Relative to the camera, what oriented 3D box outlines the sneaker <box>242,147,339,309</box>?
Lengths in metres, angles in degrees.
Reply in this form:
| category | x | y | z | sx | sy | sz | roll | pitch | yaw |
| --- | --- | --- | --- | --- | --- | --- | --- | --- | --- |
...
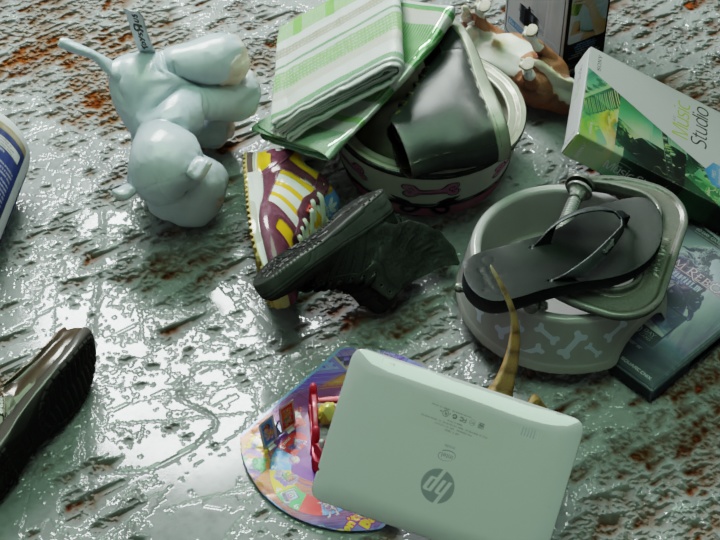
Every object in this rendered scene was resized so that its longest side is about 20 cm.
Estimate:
| category | x | y | z | sx | sy | sz | roll | pitch | yaw |
| --- | --- | --- | --- | --- | --- | --- | --- | --- | --- |
| sneaker | -0.061 | -0.049 | 1.525 | 0.089 | 0.075 | 0.201 | -9 | 47 | -2 |

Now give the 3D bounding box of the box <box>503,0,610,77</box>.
| category | x | y | z | sx | sy | sz | roll | pitch | yaw |
| --- | --- | --- | --- | --- | --- | --- | --- | --- | --- |
| box | 0.212 | -0.318 | 1.704 | 0.060 | 0.201 | 0.117 | -21 | 50 | -21 |

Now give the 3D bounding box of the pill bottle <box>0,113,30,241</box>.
| category | x | y | z | sx | sy | sz | roll | pitch | yaw |
| --- | --- | --- | --- | --- | --- | --- | --- | --- | --- |
| pill bottle | -0.387 | -0.054 | 1.501 | 0.110 | 0.112 | 0.201 | 5 | 45 | 4 |

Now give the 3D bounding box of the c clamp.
| category | x | y | z | sx | sy | sz | roll | pitch | yaw |
| --- | --- | --- | --- | --- | --- | --- | --- | --- | --- |
| c clamp | 0.201 | -0.026 | 1.432 | 0.169 | 0.027 | 0.201 | 20 | 49 | 18 |

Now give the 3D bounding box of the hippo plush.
| category | x | y | z | sx | sy | sz | roll | pitch | yaw |
| --- | --- | --- | --- | --- | --- | --- | --- | --- | --- |
| hippo plush | -0.168 | -0.137 | 1.544 | 0.158 | 0.200 | 0.162 | -22 | 54 | 8 |

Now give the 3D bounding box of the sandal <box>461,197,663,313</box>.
| category | x | y | z | sx | sy | sz | roll | pitch | yaw |
| --- | --- | --- | --- | --- | --- | --- | --- | --- | --- |
| sandal | 0.182 | -0.016 | 1.381 | 0.199 | 0.043 | 0.076 | -22 | 55 | -21 |

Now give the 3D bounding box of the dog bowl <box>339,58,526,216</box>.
| category | x | y | z | sx | sy | sz | roll | pitch | yaw |
| --- | --- | --- | --- | --- | --- | --- | --- | --- | --- |
| dog bowl | 0.066 | -0.136 | 1.614 | 0.198 | 0.074 | 0.201 | 1 | 45 | -1 |

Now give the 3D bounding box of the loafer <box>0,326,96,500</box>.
| category | x | y | z | sx | sy | sz | roll | pitch | yaw |
| --- | --- | --- | --- | --- | --- | --- | --- | --- | --- |
| loafer | -0.297 | 0.115 | 1.361 | 0.070 | 0.073 | 0.200 | 22 | 49 | 18 |

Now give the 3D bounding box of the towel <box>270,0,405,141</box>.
| category | x | y | z | sx | sy | sz | roll | pitch | yaw |
| --- | --- | --- | --- | --- | --- | --- | --- | --- | --- |
| towel | -0.019 | -0.216 | 1.580 | 0.148 | 0.031 | 0.201 | -25 | 33 | 18 |

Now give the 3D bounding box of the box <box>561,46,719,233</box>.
| category | x | y | z | sx | sy | sz | roll | pitch | yaw |
| --- | --- | --- | --- | --- | --- | --- | --- | --- | --- |
| box | 0.297 | -0.126 | 1.579 | 0.198 | 0.036 | 0.145 | 24 | 44 | -8 |

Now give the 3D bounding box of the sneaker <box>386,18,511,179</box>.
| category | x | y | z | sx | sy | sz | roll | pitch | yaw |
| --- | --- | --- | --- | --- | --- | --- | --- | --- | --- |
| sneaker | 0.065 | -0.172 | 1.546 | 0.105 | 0.075 | 0.201 | -14 | 44 | -7 |

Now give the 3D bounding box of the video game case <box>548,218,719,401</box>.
| category | x | y | z | sx | sy | sz | roll | pitch | yaw |
| --- | --- | --- | --- | --- | --- | --- | --- | --- | --- |
| video game case | 0.281 | 0.026 | 1.495 | 0.199 | 0.019 | 0.143 | -34 | 55 | -28 |

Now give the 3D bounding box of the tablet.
| category | x | y | z | sx | sy | sz | roll | pitch | yaw |
| --- | --- | --- | --- | --- | --- | --- | --- | --- | --- |
| tablet | 0.069 | 0.154 | 1.302 | 0.198 | 0.014 | 0.132 | 18 | 90 | 10 |

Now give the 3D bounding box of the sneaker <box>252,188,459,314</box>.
| category | x | y | z | sx | sy | sz | roll | pitch | yaw |
| --- | --- | --- | --- | --- | --- | --- | --- | --- | --- |
| sneaker | -0.002 | 0.000 | 1.462 | 0.199 | 0.105 | 0.060 | -38 | 17 | -34 |

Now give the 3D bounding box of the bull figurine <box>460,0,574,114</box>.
| category | x | y | z | sx | sy | sz | roll | pitch | yaw |
| --- | --- | --- | --- | --- | --- | --- | --- | --- | --- |
| bull figurine | 0.170 | -0.216 | 1.677 | 0.199 | 0.121 | 0.065 | 26 | 78 | 32 |

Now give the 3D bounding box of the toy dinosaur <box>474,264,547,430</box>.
| category | x | y | z | sx | sy | sz | roll | pitch | yaw |
| --- | --- | --- | --- | --- | --- | --- | --- | --- | --- |
| toy dinosaur | 0.115 | 0.111 | 1.330 | 0.060 | 0.106 | 0.202 | 24 | 89 | 42 |

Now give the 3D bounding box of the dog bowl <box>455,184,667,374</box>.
| category | x | y | z | sx | sy | sz | roll | pitch | yaw |
| --- | --- | --- | --- | --- | --- | --- | --- | --- | --- |
| dog bowl | 0.186 | 0.001 | 1.466 | 0.198 | 0.059 | 0.201 | 0 | 45 | 0 |

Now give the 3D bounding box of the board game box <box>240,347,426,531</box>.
| category | x | y | z | sx | sy | sz | roll | pitch | yaw |
| --- | --- | --- | --- | --- | --- | --- | --- | --- | --- |
| board game box | -0.003 | 0.131 | 1.372 | 0.157 | 0.039 | 0.200 | 32 | 54 | 27 |

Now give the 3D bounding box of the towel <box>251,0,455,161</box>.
| category | x | y | z | sx | sy | sz | roll | pitch | yaw |
| --- | --- | --- | --- | --- | --- | --- | --- | --- | --- |
| towel | -0.006 | -0.194 | 1.577 | 0.200 | 0.023 | 0.152 | -47 | 32 | -14 |
